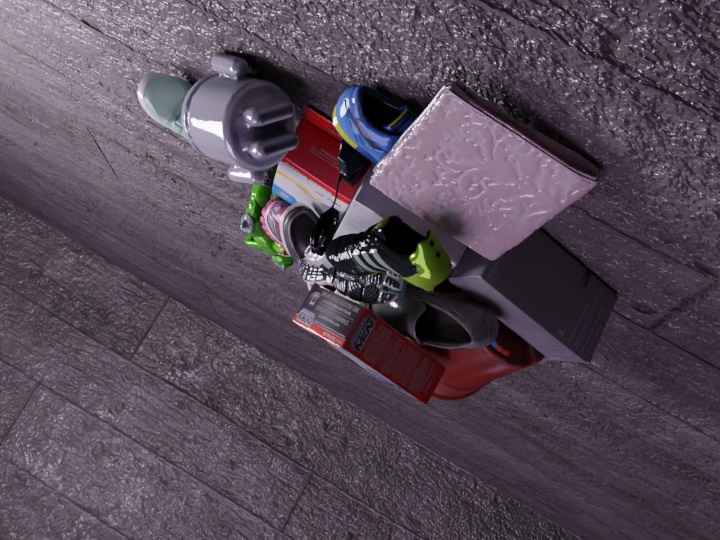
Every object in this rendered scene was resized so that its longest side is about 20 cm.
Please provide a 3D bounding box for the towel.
[{"bbox_3d":[0.127,-0.102,0.964,0.189,0.033,0.200,30,148,-12],"label":"towel"}]

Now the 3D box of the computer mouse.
[{"bbox_3d":[-0.015,-0.101,1.048,0.033,0.203,0.059,10,152,15],"label":"computer mouse"}]

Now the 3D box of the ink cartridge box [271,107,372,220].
[{"bbox_3d":[-0.054,-0.137,1.240,0.115,0.068,0.200,32,164,-1],"label":"ink cartridge box"}]

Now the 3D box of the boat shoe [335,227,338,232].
[{"bbox_3d":[0.003,-0.060,1.366,0.072,0.068,0.199,38,163,-25],"label":"boat shoe"}]

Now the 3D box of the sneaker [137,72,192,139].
[{"bbox_3d":[-0.222,-0.218,1.289,0.199,0.075,0.117,32,174,-42],"label":"sneaker"}]

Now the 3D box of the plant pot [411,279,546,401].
[{"bbox_3d":[0.169,0.075,1.271,0.199,0.203,0.195,34,156,-14],"label":"plant pot"}]

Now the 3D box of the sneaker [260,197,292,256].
[{"bbox_3d":[-0.071,-0.031,1.381,0.199,0.081,0.074,39,170,-26],"label":"sneaker"}]

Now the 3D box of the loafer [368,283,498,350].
[{"bbox_3d":[0.084,0.061,1.158,0.197,0.072,0.069,8,-162,39],"label":"loafer"}]

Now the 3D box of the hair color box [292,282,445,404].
[{"bbox_3d":[0.014,0.100,1.187,0.110,0.065,0.199,23,168,47],"label":"hair color box"}]

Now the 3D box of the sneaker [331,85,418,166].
[{"bbox_3d":[0.057,-0.141,1.028,0.199,0.067,0.078,36,160,-15],"label":"sneaker"}]

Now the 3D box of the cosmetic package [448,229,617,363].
[{"bbox_3d":[0.222,0.022,1.141,0.199,0.108,0.090,36,164,-23],"label":"cosmetic package"}]

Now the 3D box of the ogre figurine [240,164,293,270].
[{"bbox_3d":[-0.127,-0.081,1.447,0.097,0.121,0.201,26,165,18],"label":"ogre figurine"}]

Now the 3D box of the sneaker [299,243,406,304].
[{"bbox_3d":[0.000,0.000,1.189,0.079,0.079,0.198,19,180,-38],"label":"sneaker"}]

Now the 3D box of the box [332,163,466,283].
[{"bbox_3d":[0.061,-0.066,1.167,0.150,0.108,0.200,31,164,-2],"label":"box"}]

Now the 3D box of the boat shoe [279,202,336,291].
[{"bbox_3d":[-0.057,-0.016,1.304,0.067,0.071,0.202,35,157,46],"label":"boat shoe"}]

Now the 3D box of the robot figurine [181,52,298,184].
[{"bbox_3d":[-0.161,-0.195,1.163,0.198,0.111,0.173,22,122,47],"label":"robot figurine"}]

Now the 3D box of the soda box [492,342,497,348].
[{"bbox_3d":[0.141,0.086,1.414,0.196,0.065,0.068,17,137,-21],"label":"soda box"}]

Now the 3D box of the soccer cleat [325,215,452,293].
[{"bbox_3d":[0.026,-0.030,1.056,0.198,0.068,0.082,12,137,45],"label":"soccer cleat"}]

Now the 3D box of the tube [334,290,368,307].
[{"bbox_3d":[0.022,0.006,1.333,0.058,0.200,0.052,40,126,6],"label":"tube"}]
